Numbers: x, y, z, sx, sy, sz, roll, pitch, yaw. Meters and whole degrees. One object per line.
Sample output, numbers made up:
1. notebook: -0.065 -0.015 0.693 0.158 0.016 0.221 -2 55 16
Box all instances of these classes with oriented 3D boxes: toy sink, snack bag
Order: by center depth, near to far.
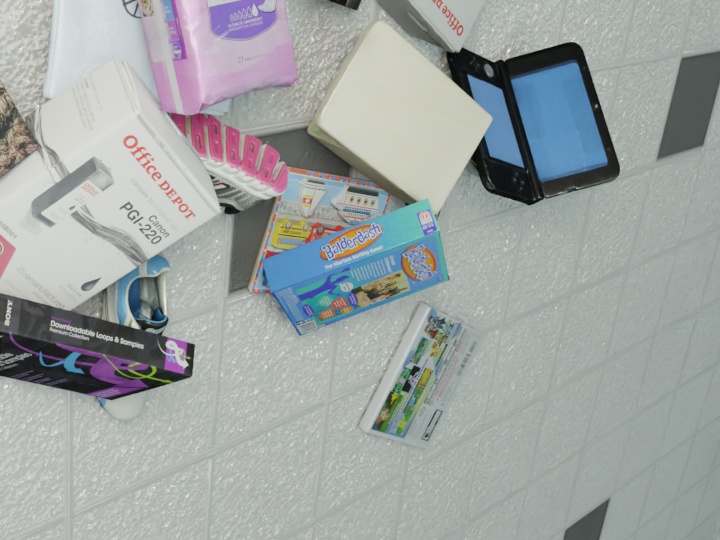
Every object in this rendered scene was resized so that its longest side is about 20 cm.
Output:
1. snack bag: -0.184 -0.231 0.900 0.198 0.021 0.192 -6 113 -44
2. toy sink: 0.026 -0.176 1.153 0.199 0.112 0.132 32 89 -36

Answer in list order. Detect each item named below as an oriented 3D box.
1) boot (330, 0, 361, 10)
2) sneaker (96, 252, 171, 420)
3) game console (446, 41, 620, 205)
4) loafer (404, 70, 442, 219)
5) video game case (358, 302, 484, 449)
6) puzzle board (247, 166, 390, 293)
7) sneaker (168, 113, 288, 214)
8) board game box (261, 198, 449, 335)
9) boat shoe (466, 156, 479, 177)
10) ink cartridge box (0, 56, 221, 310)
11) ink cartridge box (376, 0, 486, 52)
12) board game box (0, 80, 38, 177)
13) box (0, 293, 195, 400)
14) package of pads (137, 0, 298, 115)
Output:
1. boot: -0.008 -0.369 1.018 0.188 0.068 0.203 -13 123 -67
2. sneaker: -0.231 0.070 1.051 0.071 0.072 0.203 -17 125 -45
3. game console: 0.218 -0.199 1.304 0.174 0.115 0.204 9 62 -50
4. loafer: 0.091 -0.147 1.290 0.070 0.063 0.203 -3 123 -5
5. video game case: 0.094 0.161 1.535 0.181 0.022 0.203 26 91 -53
6. puzzle board: -0.042 -0.040 1.253 0.198 0.017 0.153 4 109 -51
7. sneaker: -0.168 -0.110 1.010 0.198 0.075 0.087 26 134 -36
8. board game box: 0.000 0.000 1.188 0.197 0.046 0.153 -20 156 1
9. boat shoe: 0.154 -0.179 1.364 0.071 0.063 0.200 -58 142 -5
10. ink cartridge box: -0.240 -0.063 0.886 0.198 0.085 0.146 -34 140 2
11. ink cartridge box: 0.097 -0.372 1.162 0.144 0.083 0.203 30 87 -54
12. board game box: -0.360 -0.134 0.750 0.159 0.096 0.202 -45 140 -22
13. box: -0.269 0.073 0.925 0.198 0.142 0.037 22 62 -40
14. package of pads: -0.125 -0.241 0.862 0.120 0.075 0.204 -26 113 -44
